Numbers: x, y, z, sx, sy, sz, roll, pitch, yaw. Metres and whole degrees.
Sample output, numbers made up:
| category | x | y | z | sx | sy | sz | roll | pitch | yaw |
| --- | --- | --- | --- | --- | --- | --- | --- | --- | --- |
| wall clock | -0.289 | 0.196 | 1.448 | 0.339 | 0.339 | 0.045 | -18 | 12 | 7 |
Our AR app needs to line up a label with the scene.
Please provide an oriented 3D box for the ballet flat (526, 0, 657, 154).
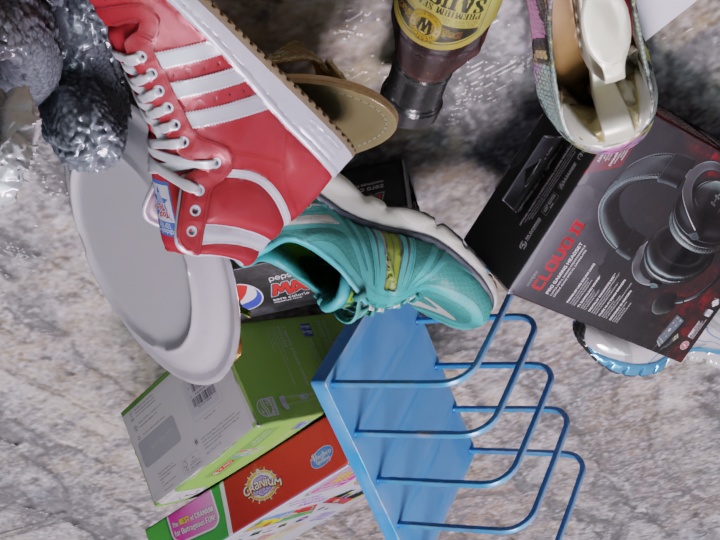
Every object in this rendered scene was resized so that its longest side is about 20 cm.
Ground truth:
| category | x | y | z | sx | sy | sz | roll | pitch | yaw |
| --- | --- | --- | --- | --- | --- | --- | --- | --- | --- |
| ballet flat | 0.129 | -0.117 | 0.672 | 0.068 | 0.072 | 0.201 | -21 | 137 | 5 |

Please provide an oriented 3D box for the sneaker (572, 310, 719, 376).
| category | x | y | z | sx | sy | sz | roll | pitch | yaw |
| --- | --- | --- | --- | --- | --- | --- | --- | --- | --- |
| sneaker | 0.271 | 0.034 | 1.023 | 0.198 | 0.075 | 0.087 | -1 | 137 | -20 |

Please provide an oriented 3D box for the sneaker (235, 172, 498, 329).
| category | x | y | z | sx | sy | sz | roll | pitch | yaw |
| --- | --- | --- | --- | --- | --- | --- | --- | --- | --- |
| sneaker | 0.000 | 0.000 | 0.792 | 0.198 | 0.080 | 0.077 | 24 | 147 | -24 |

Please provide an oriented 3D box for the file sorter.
| category | x | y | z | sx | sy | sz | roll | pitch | yaw |
| --- | --- | --- | --- | --- | --- | --- | --- | --- | --- |
| file sorter | 0.075 | 0.111 | 0.911 | 0.121 | 0.139 | 0.201 | -4 | 125 | 31 |

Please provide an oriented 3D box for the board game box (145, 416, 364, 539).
| category | x | y | z | sx | sy | sz | roll | pitch | yaw |
| --- | --- | --- | --- | --- | --- | --- | --- | --- | --- |
| board game box | -0.053 | 0.179 | 0.998 | 0.199 | 0.041 | 0.153 | -34 | 160 | 23 |

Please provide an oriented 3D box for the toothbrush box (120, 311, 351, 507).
| category | x | y | z | sx | sy | sz | roll | pitch | yaw |
| --- | --- | --- | --- | --- | --- | --- | --- | --- | --- |
| toothbrush box | -0.065 | 0.106 | 0.984 | 0.199 | 0.087 | 0.145 | -3 | 152 | -46 |

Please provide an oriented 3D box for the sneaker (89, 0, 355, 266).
| category | x | y | z | sx | sy | sz | roll | pitch | yaw |
| --- | --- | --- | --- | --- | --- | --- | --- | --- | --- |
| sneaker | -0.102 | -0.082 | 0.649 | 0.200 | 0.071 | 0.113 | 41 | 87 | -29 |

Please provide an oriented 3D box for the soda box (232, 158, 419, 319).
| category | x | y | z | sx | sy | sz | roll | pitch | yaw |
| --- | --- | --- | --- | --- | --- | --- | --- | --- | --- |
| soda box | -0.055 | -0.017 | 0.889 | 0.197 | 0.071 | 0.064 | -12 | 145 | 8 |

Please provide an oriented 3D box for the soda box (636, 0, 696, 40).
| category | x | y | z | sx | sy | sz | roll | pitch | yaw |
| --- | --- | --- | --- | --- | --- | --- | --- | --- | --- |
| soda box | 0.191 | -0.209 | 0.675 | 0.068 | 0.064 | 0.200 | 23 | 134 | -34 |

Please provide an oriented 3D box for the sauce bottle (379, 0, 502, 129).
| category | x | y | z | sx | sy | sz | roll | pitch | yaw |
| --- | --- | --- | --- | --- | --- | --- | --- | --- | --- |
| sauce bottle | 0.053 | -0.163 | 0.714 | 0.065 | 0.067 | 0.201 | 2 | 141 | -12 |

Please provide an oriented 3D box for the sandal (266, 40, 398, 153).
| category | x | y | z | sx | sy | sz | roll | pitch | yaw |
| --- | --- | --- | --- | --- | --- | --- | --- | --- | --- |
| sandal | -0.055 | -0.113 | 0.773 | 0.210 | 0.070 | 0.077 | -10 | 144 | 45 |

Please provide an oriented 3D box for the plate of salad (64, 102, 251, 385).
| category | x | y | z | sx | sy | sz | roll | pitch | yaw |
| --- | --- | --- | --- | --- | --- | --- | --- | --- | --- |
| plate of salad | -0.131 | -0.022 | 0.800 | 0.048 | 0.200 | 0.201 | -27 | 156 | -32 |

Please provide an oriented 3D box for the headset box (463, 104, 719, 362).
| category | x | y | z | sx | sy | sz | roll | pitch | yaw |
| --- | --- | --- | --- | --- | --- | --- | --- | --- | --- |
| headset box | 0.180 | -0.040 | 0.849 | 0.199 | 0.077 | 0.150 | 21 | 110 | -34 |

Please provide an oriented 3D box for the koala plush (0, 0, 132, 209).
| category | x | y | z | sx | sy | sz | roll | pitch | yaw |
| --- | --- | --- | --- | --- | --- | --- | --- | --- | --- |
| koala plush | -0.222 | -0.096 | 0.622 | 0.175 | 0.201 | 0.185 | 3 | 129 | 2 |
